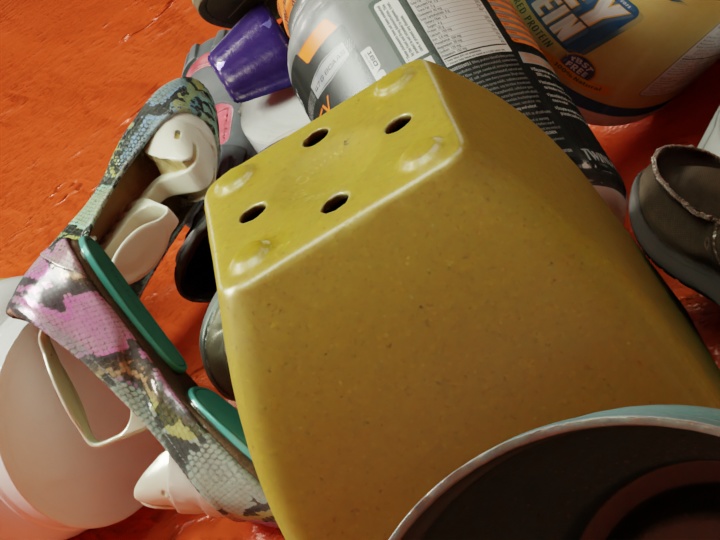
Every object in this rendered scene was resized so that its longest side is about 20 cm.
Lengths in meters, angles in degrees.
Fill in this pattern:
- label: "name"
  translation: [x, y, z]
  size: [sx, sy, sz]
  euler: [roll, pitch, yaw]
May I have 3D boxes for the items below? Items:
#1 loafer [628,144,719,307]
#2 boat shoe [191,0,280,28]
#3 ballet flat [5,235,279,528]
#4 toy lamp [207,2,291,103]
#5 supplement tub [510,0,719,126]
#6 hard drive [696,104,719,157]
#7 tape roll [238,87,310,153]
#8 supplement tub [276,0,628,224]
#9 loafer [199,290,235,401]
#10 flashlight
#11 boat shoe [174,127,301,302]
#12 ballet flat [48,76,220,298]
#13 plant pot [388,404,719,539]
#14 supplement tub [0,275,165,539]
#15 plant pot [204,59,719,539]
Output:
- label: "loafer"
  translation: [0.186, -0.015, 0.968]
  size: [0.073, 0.071, 0.200]
  euler: [5, 24, -24]
- label: "boat shoe"
  translation: [-0.047, -0.205, 1.386]
  size: [0.072, 0.068, 0.200]
  euler: [-39, -12, 38]
- label: "ballet flat"
  translation: [-0.101, 0.071, 1.086]
  size: [0.071, 0.200, 0.069]
  euler: [-45, -11, 6]
- label: "toy lamp"
  translation: [-0.002, -0.170, 1.339]
  size: [0.200, 0.058, 0.058]
  euler: [-32, 25, 1]
- label: "supplement tub"
  translation: [0.161, -0.182, 1.154]
  size: [0.200, 0.145, 0.145]
  euler: [-43, 10, 51]
- label: "hard drive"
  translation: [0.254, -0.100, 1.097]
  size: [0.139, 0.038, 0.200]
  euler: [-9, 34, 41]
- label: "tape roll"
  translation: [0.026, -0.115, 1.354]
  size: [0.202, 0.071, 0.203]
  euler: [-27, 27, 15]
- label: "supplement tub"
  translation: [0.041, -0.081, 1.117]
  size: [0.122, 0.123, 0.200]
  euler: [-31, 63, 5]
- label: "loafer"
  translation: [0.000, 0.000, 1.178]
  size: [0.200, 0.075, 0.070]
  euler: [-39, 22, -10]
- label: "flashlight"
  translation: [-0.095, -0.091, 1.464]
  size: [0.068, 0.068, 0.200]
  euler: [-52, 17, 28]
- label: "boat shoe"
  translation: [-0.054, -0.025, 1.270]
  size: [0.200, 0.067, 0.057]
  euler: [-30, 31, 60]
- label: "ballet flat"
  translation: [-0.123, -0.039, 1.308]
  size: [0.074, 0.074, 0.200]
  euler: [-6, 46, 45]
- label: "plant pot"
  translation: [0.109, 0.132, 0.717]
  size: [0.200, 0.201, 0.134]
  euler: [-23, 1, 21]
- label: "supplement tub"
  translation: [-0.207, 0.077, 1.208]
  size: [0.200, 0.146, 0.145]
  euler: [-3, 40, 47]
- label: "plant pot"
  translation: [0.035, 0.029, 0.941]
  size: [0.195, 0.200, 0.194]
  euler: [-30, 26, 7]
